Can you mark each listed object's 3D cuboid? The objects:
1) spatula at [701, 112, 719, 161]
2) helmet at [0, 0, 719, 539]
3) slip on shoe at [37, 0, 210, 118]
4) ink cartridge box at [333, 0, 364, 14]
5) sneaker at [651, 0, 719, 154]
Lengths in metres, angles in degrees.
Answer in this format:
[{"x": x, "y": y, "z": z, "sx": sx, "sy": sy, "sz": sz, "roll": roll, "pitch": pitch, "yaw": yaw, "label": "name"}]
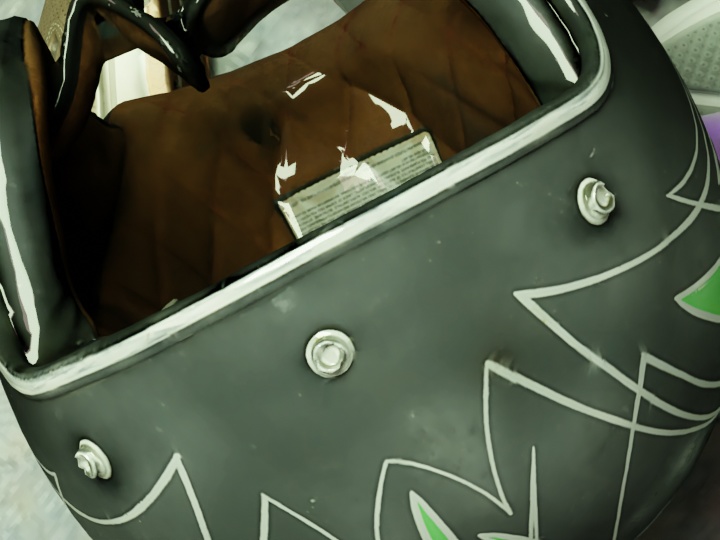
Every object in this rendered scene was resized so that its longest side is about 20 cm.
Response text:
[{"x": 0.116, "y": 0.055, "z": 0.748, "sx": 0.056, "sy": 0.021, "sz": 0.200, "roll": -12, "pitch": 86, "yaw": 28, "label": "spatula"}, {"x": 0.000, "y": 0.000, "z": 0.706, "sx": 0.200, "sy": 0.200, "sz": 0.191, "roll": -29, "pitch": 62, "yaw": 10, "label": "helmet"}, {"x": -0.077, "y": -0.054, "z": 0.869, "sx": 0.060, "sy": 0.076, "sz": 0.200, "roll": -14, "pitch": 75, "yaw": 10, "label": "slip on shoe"}, {"x": -0.035, "y": -0.170, "z": 0.850, "sx": 0.084, "sy": 0.146, "sz": 0.200, "roll": -42, "pitch": 63, "yaw": 2, "label": "ink cartridge box"}, {"x": 0.164, "y": -0.079, "z": 0.783, "sx": 0.200, "sy": 0.070, "sz": 0.080, "roll": -20, "pitch": 31, "yaw": 12, "label": "sneaker"}]
